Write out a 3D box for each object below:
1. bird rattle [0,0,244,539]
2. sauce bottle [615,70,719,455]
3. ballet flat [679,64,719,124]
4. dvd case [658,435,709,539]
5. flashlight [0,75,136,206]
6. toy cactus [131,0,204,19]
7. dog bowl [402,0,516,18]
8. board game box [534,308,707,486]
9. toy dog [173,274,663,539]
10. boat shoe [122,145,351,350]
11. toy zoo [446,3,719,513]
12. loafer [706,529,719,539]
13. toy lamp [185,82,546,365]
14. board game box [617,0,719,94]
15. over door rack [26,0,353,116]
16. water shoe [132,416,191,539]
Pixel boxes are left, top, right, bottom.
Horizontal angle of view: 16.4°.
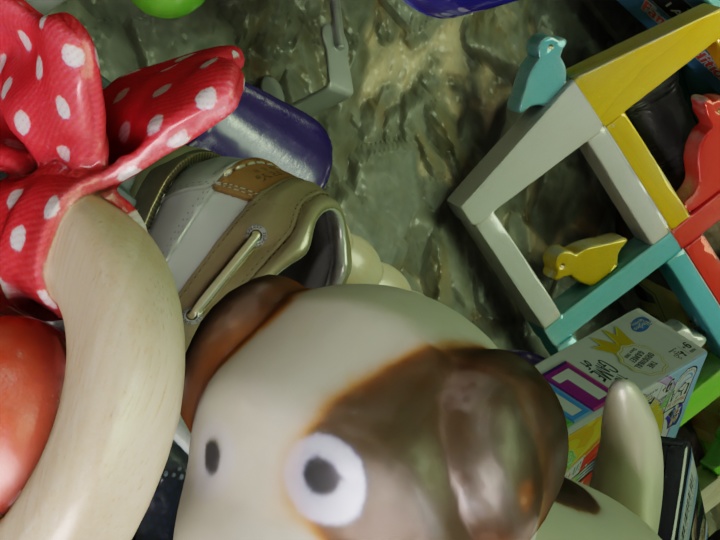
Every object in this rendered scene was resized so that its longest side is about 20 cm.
[{"bbox_3d":[-0.094,0.027,0.671,0.113,0.200,0.163,38,17,-44],"label":"bird rattle"},{"bbox_3d":[0.146,0.001,1.044,0.065,0.065,0.201,-40,113,-44],"label":"sauce bottle"},{"bbox_3d":[0.167,-0.146,1.098,0.069,0.069,0.201,8,77,-48],"label":"ballet flat"},{"bbox_3d":[0.111,0.157,0.937,0.200,0.017,0.143,63,37,-68],"label":"dvd case"},{"bbox_3d":[-0.143,-0.070,0.723,0.200,0.068,0.068,35,59,-39],"label":"flashlight"},{"bbox_3d":[-0.093,-0.167,0.724,0.200,0.102,0.165,40,55,17],"label":"toy cactus"},{"bbox_3d":[0.032,-0.185,0.794,0.200,0.078,0.201,-16,90,-70],"label":"dog bowl"},{"bbox_3d":[0.038,0.104,0.871,0.200,0.034,0.135,-25,140,-48],"label":"board game box"},{"bbox_3d":[0.022,0.088,0.672,0.194,0.139,0.200,-48,140,-14],"label":"toy dog"},{"bbox_3d":[-0.058,0.061,0.773,0.075,0.068,0.201,17,85,-54],"label":"boat shoe"},{"bbox_3d":[0.123,-0.012,0.988,0.131,0.020,0.200,-36,109,-7],"label":"toy zoo"},{"bbox_3d":[0.140,0.173,0.871,0.073,0.071,0.201,-66,158,-51],"label":"loafer"},{"bbox_3d":[0.000,0.000,0.884,0.200,0.058,0.058,42,55,-38],"label":"toy lamp"},{"bbox_3d":[0.174,-0.150,1.036,0.200,0.047,0.151,40,65,-9],"label":"board game box"},{"bbox_3d":[-0.048,-0.163,0.848,0.147,0.066,0.201,16,72,-46],"label":"over door rack"},{"bbox_3d":[-0.078,0.134,0.710,0.079,0.071,0.201,-105,-157,-82],"label":"water shoe"}]
